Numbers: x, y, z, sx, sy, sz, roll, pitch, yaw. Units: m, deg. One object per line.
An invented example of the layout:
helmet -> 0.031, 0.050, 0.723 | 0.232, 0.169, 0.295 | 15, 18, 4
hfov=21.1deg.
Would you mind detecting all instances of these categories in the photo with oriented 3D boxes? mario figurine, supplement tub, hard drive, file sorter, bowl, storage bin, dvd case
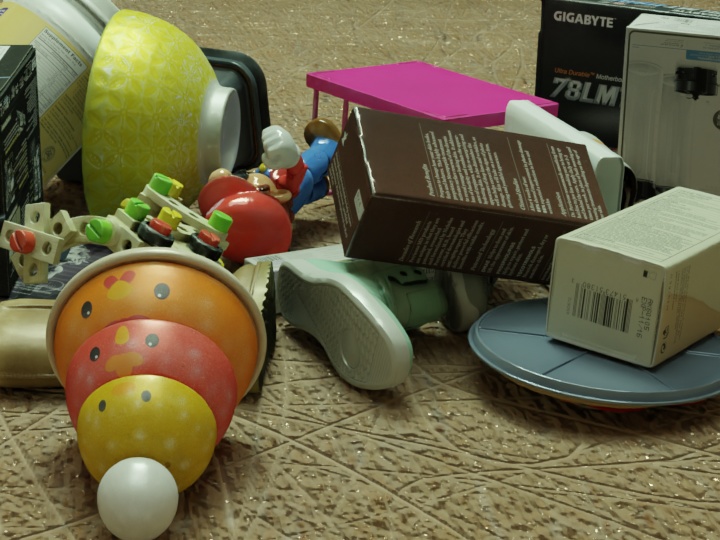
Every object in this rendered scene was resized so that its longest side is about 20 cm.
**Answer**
mario figurine -> -0.087, -0.080, 1.697 | 0.105, 0.124, 0.200 | 7, 23, 21
supplement tub -> -0.307, -0.166, 1.785 | 0.200, 0.146, 0.145 | -49, 39, -16
hard drive -> 0.163, -0.056, 1.619 | 0.027, 0.133, 0.200 | -2, 18, -16
file sorter -> 0.061, -0.108, 1.786 | 0.138, 0.126, 0.200 | -11, 23, -37
bowl -> -0.166, -0.126, 1.713 | 0.107, 0.202, 0.200 | 6, 19, 8
storage bin -> -0.207, -0.150, 1.903 | 0.199, 0.146, 0.134 | 9, 30, 24
dvd case -> -0.268, 0.005, 1.598 | 0.148, 0.016, 0.200 | 9, 20, 26

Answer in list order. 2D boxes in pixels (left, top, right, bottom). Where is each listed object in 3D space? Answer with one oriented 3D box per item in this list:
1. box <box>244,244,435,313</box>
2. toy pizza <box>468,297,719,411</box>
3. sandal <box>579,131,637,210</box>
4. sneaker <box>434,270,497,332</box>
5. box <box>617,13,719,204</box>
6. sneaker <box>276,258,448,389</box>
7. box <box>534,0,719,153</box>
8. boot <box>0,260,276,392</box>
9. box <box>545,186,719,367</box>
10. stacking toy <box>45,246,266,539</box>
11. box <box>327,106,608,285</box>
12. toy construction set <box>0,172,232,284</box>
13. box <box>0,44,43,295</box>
box -> 0.000, 0.000, 1.591 | 0.199, 0.039, 0.041 | -9, 22, -28
toy pizza -> 0.176, 0.066, 1.408 | 0.199, 0.032, 0.200 | 5, 19, -2
sandal -> 0.214, -0.055, 1.675 | 0.059, 0.080, 0.207 | -11, 39, -6
sneaker -> 0.104, -0.030, 1.558 | 0.081, 0.075, 0.201 | 6, 43, 3
box -> 0.289, -0.118, 1.711 | 0.116, 0.201, 0.060 | 9, 21, 18
sneaker -> 0.024, 0.028, 1.450 | 0.117, 0.074, 0.200 | -6, 20, -22
box -> 0.257, -0.149, 1.800 | 0.199, 0.200, 0.050 | 13, 21, 31
boot -> -0.165, 0.037, 1.431 | 0.198, 0.067, 0.175 | 1, 18, 4
box -> 0.227, 0.001, 1.441 | 0.095, 0.078, 0.200 | 17, 22, 32
stacking toy -> -0.130, 0.093, 1.210 | 0.145, 0.147, 0.200 | 0, 35, -4
box -> 0.082, -0.054, 1.477 | 0.199, 0.075, 0.101 | 9, 43, -20
toy construction set -> -0.182, -0.028, 1.535 | 0.131, 0.093, 0.199 | 37, 28, 31
box -> -0.319, -0.087, 1.592 | 0.085, 0.165, 0.200 | 0, 19, -1
